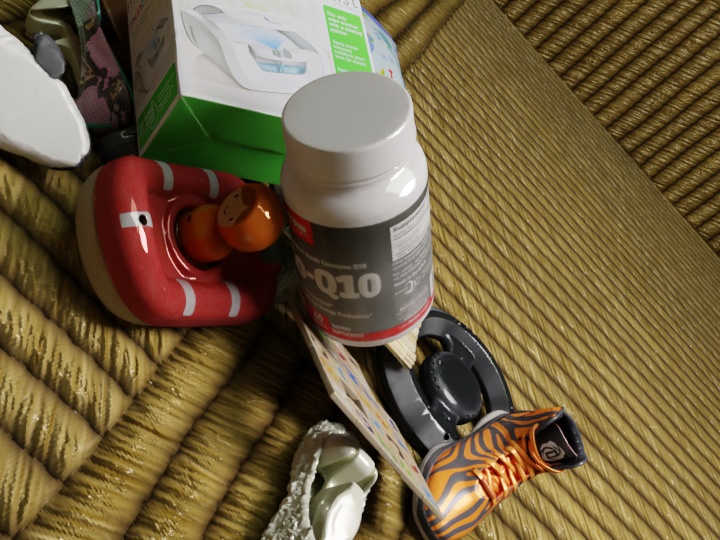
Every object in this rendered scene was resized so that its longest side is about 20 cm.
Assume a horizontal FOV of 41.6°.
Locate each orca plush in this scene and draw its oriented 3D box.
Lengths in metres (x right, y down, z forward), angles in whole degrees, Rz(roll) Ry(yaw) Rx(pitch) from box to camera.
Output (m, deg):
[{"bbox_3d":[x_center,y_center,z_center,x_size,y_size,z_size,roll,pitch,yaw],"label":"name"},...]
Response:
[{"bbox_3d":[-0.299,-0.145,0.726,0.199,0.071,0.106,25,79,-24],"label":"orca plush"}]

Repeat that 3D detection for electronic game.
[{"bbox_3d":[0.092,0.123,0.983,0.199,0.042,0.201,31,39,-29],"label":"electronic game"}]

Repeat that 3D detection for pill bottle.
[{"bbox_3d":[-0.002,-0.045,0.743,0.201,0.113,0.114,82,-3,-45],"label":"pill bottle"}]

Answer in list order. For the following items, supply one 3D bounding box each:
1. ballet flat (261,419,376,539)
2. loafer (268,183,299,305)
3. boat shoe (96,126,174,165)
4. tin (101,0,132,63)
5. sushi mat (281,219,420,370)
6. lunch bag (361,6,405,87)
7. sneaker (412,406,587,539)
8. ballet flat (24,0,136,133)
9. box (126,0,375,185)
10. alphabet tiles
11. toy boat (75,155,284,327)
[{"bbox_3d":[-0.019,0.170,0.702,0.072,0.072,0.200,45,25,-11],"label":"ballet flat"},{"bbox_3d":[-0.068,-0.040,0.916,0.070,0.069,0.201,78,18,-46],"label":"loafer"},{"bbox_3d":[-0.163,-0.113,0.858,0.062,0.074,0.200,56,31,0],"label":"boat shoe"},{"bbox_3d":[-0.226,-0.268,0.935,0.112,0.042,0.201,61,4,-50],"label":"tin"},{"bbox_3d":[0.000,0.000,0.898,0.200,0.012,0.096,48,35,-29],"label":"sushi mat"},{"bbox_3d":[-0.043,-0.278,1.207,0.200,0.127,0.171,42,25,-38],"label":"lunch bag"},{"bbox_3d":[0.133,0.173,0.862,0.200,0.112,0.078,-36,100,-47],"label":"sneaker"},{"bbox_3d":[-0.257,-0.201,0.846,0.071,0.069,0.201,-7,57,-29],"label":"ballet flat"},{"bbox_3d":[-0.092,-0.175,0.830,0.199,0.097,0.178,9,59,-33],"label":"box"},{"bbox_3d":[-0.004,0.101,0.804,0.167,0.008,0.200,52,4,-31],"label":"alphabet tiles"},{"bbox_3d":[-0.115,-0.029,0.730,0.200,0.130,0.131,2,71,-57],"label":"toy boat"}]
